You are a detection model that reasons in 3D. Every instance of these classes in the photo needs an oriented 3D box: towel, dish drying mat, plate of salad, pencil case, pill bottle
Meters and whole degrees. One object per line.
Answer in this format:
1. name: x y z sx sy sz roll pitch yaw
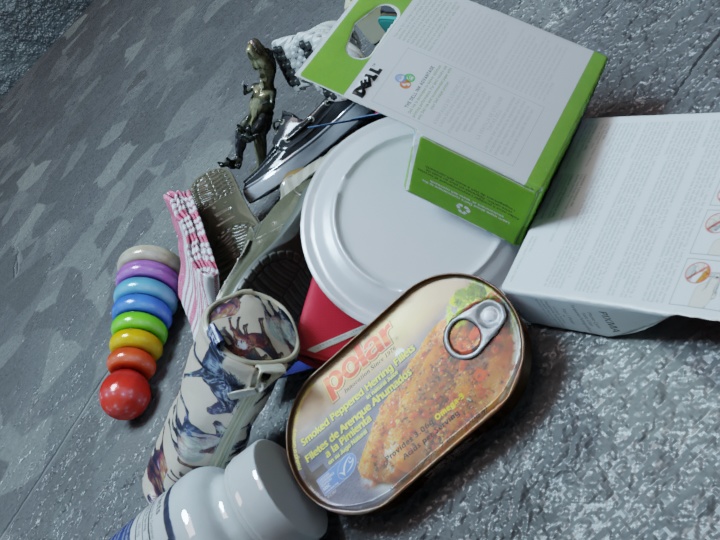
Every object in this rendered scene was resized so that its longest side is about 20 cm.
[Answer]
1. towel: -0.170 0.020 0.818 0.029 0.148 0.200 -8 32 -17
2. dish drying mat: 0.000 0.000 0.688 0.018 0.076 0.202 117 171 -54
3. plate of salad: 0.049 -0.040 0.656 0.197 0.048 0.203 -3 66 6
4. pencil case: -0.115 0.117 0.641 0.090 0.077 0.202 -106 36 -54
5. pill bottle: -0.123 0.218 0.586 0.199 0.111 0.111 -41 35 10

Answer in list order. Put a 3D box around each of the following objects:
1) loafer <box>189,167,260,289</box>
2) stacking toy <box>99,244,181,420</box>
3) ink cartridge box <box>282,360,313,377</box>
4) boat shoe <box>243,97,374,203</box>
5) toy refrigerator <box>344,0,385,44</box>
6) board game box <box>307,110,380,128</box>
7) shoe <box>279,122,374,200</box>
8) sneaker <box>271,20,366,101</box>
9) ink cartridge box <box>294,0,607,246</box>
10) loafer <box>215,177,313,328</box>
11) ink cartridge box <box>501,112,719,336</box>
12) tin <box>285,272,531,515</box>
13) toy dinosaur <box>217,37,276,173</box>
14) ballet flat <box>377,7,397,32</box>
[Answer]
1. loafer: -0.132 -0.027 0.876 0.075 0.068 0.202 -24 55 6
2. stacking toy: -0.252 0.072 0.900 0.085 0.085 0.202 -24 45 30
3. ink cartridge box: -0.035 0.019 0.747 0.118 0.042 0.202 -19 42 33
4. boat shoe: -0.064 -0.158 0.906 0.199 0.067 0.070 -37 4 12
5. toy refrigerator: 0.076 -0.373 0.983 0.198 0.070 0.077 -24 40 29
6. board game box: 0.045 -0.173 0.764 0.157 0.040 0.199 -19 14 -40
7. shoe: -0.020 -0.089 0.811 0.199 0.070 0.054 -19 33 48
8. sneaker: -0.030 -0.232 0.846 0.080 0.076 0.200 -31 28 -11
9. ink cartridge box: 0.069 -0.135 0.624 0.198 0.076 0.149 27 62 11
10. loafer: -0.074 -0.004 0.725 0.069 0.075 0.201 -7 41 48
11. ink cartridge box: 0.211 -0.030 0.531 0.199 0.047 0.161 10 63 47
12. tin: 0.033 0.089 0.573 0.200 0.042 0.112 -41 64 9
13. toy dinosaur: -0.126 -0.163 0.929 0.201 0.047 0.089 104 -172 -45
14. ballet flat: 0.081 -0.283 0.893 0.073 0.073 0.200 -45 32 2
